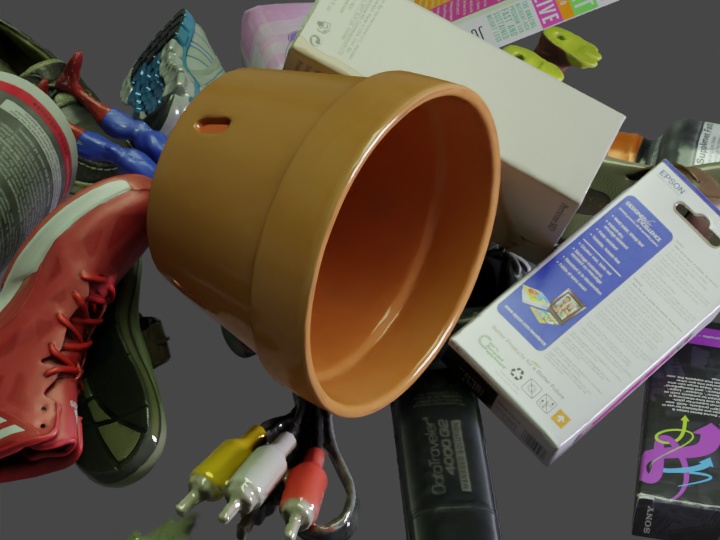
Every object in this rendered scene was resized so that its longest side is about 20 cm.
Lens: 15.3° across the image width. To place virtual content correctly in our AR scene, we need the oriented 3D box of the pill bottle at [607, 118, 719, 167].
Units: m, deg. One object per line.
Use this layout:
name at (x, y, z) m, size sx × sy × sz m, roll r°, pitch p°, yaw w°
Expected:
pill bottle at (0.255, -0.041, 1.782) m, size 0.199 × 0.107 × 0.106 m, roll 11°, pitch 33°, yaw 8°

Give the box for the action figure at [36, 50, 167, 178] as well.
action figure at (-0.117, -0.077, 1.739) m, size 0.200 × 0.099 × 0.065 m, roll 41°, pitch 45°, yaw 2°

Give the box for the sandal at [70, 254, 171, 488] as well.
sandal at (-0.147, 0.059, 1.603) m, size 0.057 × 0.080 × 0.201 m, roll 38°, pitch 27°, yaw -39°

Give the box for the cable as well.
cable at (-0.030, 0.087, 1.557) m, size 0.097 × 0.050 × 0.200 m, roll 14°, pitch 48°, yaw 12°

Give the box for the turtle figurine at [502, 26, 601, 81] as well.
turtle figurine at (0.101, -0.085, 1.779) m, size 0.200 × 0.162 × 0.064 m, roll -12°, pitch 49°, yaw -41°

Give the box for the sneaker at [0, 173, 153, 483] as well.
sneaker at (-0.166, 0.046, 1.549) m, size 0.116 × 0.200 × 0.078 m, roll 48°, pitch 7°, yaw 33°

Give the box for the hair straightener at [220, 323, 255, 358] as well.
hair straightener at (0.000, 0.000, 1.694) m, size 0.200 × 0.041 × 0.077 m, roll -29°, pitch -1°, yaw -16°

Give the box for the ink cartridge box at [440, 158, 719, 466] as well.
ink cartridge box at (0.151, 0.024, 1.639) m, size 0.200 × 0.037 × 0.095 m, roll -39°, pitch 77°, yaw -23°

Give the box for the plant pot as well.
plant pot at (-0.029, -0.033, 1.547) m, size 0.140 × 0.201 × 0.200 m, roll 23°, pitch 36°, yaw 28°

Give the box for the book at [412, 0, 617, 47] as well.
book at (0.072, -0.168, 1.758) m, size 0.199 × 0.048 × 0.134 m, roll -21°, pitch 15°, yaw 11°

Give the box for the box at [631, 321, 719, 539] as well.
box at (0.241, 0.101, 1.624) m, size 0.142 × 0.036 × 0.200 m, roll 9°, pitch 31°, yaw 5°

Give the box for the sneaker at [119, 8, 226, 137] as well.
sneaker at (-0.116, -0.116, 1.885) m, size 0.087 × 0.075 × 0.200 m, roll 33°, pitch 19°, yaw -19°

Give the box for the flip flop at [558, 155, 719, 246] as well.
flip flop at (0.191, -0.040, 1.706) m, size 0.199 × 0.081 × 0.058 m, roll 11°, pitch 0°, yaw 6°

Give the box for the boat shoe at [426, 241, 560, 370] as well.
boat shoe at (0.089, 0.014, 1.706) m, size 0.073 × 0.062 × 0.200 m, roll 28°, pitch 37°, yaw 36°

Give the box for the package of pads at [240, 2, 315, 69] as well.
package of pads at (-0.010, -0.118, 1.882) m, size 0.120 × 0.076 × 0.200 m, roll -5°, pitch 34°, yaw -12°

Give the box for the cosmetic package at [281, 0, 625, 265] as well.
cosmetic package at (0.051, -0.094, 1.645) m, size 0.200 × 0.104 × 0.073 m, roll 29°, pitch 64°, yaw 3°

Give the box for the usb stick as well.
usb stick at (0.050, 0.124, 1.559) m, size 0.055 × 0.033 × 0.200 m, roll -3°, pitch 33°, yaw -2°

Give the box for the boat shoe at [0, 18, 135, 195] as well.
boat shoe at (-0.222, -0.116, 1.850) m, size 0.073 × 0.065 × 0.200 m, roll -22°, pitch 43°, yaw -40°

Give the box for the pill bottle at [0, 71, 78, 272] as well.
pill bottle at (-0.265, -0.037, 1.678) m, size 0.110 × 0.111 × 0.200 m, roll 15°, pitch 33°, yaw 12°
